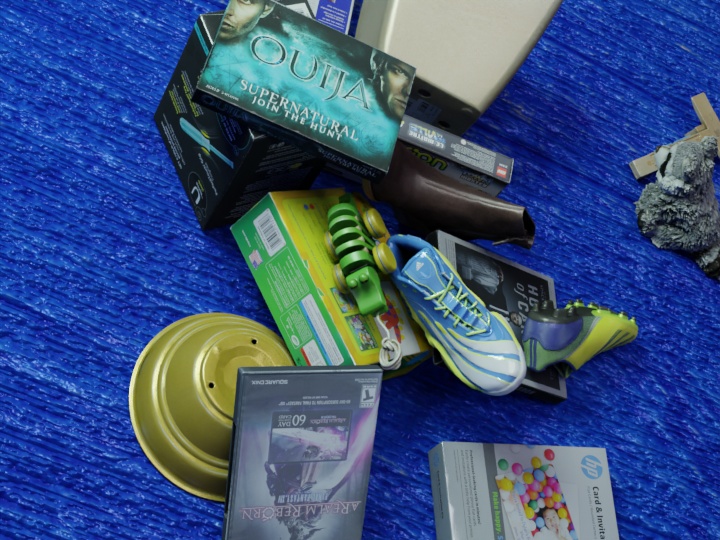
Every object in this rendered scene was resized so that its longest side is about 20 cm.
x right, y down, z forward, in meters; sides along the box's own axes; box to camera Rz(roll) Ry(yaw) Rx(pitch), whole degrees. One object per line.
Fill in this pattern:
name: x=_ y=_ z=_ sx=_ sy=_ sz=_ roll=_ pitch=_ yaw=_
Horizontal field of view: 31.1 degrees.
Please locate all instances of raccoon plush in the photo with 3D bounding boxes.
raccoon plush: x=0.433 y=-0.081 z=1.584 sx=0.199 sy=0.134 sz=0.097 roll=29 pitch=56 yaw=-7

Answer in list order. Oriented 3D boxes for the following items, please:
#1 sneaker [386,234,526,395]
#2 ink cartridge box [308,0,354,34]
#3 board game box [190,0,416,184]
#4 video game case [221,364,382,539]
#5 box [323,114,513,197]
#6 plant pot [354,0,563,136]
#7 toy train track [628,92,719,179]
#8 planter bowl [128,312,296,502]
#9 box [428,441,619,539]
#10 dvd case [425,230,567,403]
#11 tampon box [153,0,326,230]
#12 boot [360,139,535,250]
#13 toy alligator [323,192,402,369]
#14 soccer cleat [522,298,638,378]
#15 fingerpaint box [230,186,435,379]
sneaker: x=0.082 y=0.039 z=1.282 sx=0.076 sy=0.105 sz=0.200 roll=-44 pitch=57 yaw=4
ink cartridge box: x=-0.059 y=-0.307 z=1.549 sx=0.094 sy=0.037 sz=0.202 roll=19 pitch=57 yaw=-14
board game box: x=-0.051 y=-0.181 z=1.254 sx=0.198 sy=0.028 sz=0.136 roll=23 pitch=60 yaw=-12
video game case: x=-0.057 y=0.188 z=1.237 sx=0.141 sy=0.019 sz=0.202 roll=1 pitch=105 yaw=-22
box: x=0.060 y=-0.121 z=1.462 sx=0.198 sy=0.110 sz=0.035 roll=21 pitch=58 yaw=-13
plant pot: x=0.090 y=-0.261 z=1.505 sx=0.199 sy=0.200 sz=0.178 roll=27 pitch=68 yaw=-8
toy train track: x=0.427 y=-0.159 z=1.686 sx=0.199 sy=0.033 sz=0.116 roll=-23 pitch=83 yaw=-24
planter bowl: x=-0.123 y=0.119 z=1.280 sx=0.198 sy=0.084 sz=0.202 roll=10 pitch=61 yaw=-19
box: x=0.175 y=0.263 z=1.360 sx=0.198 sy=0.041 sz=0.157 roll=6 pitch=64 yaw=-21
dvd case: x=0.150 y=0.054 z=1.420 sx=0.199 sy=0.025 sz=0.152 roll=20 pitch=57 yaw=-39
tampon box: x=-0.114 y=-0.162 z=1.354 sx=0.125 sy=0.200 sz=0.151 roll=-16 pitch=73 yaw=-29
boot: x=0.098 y=-0.084 z=1.386 sx=0.165 sy=0.200 sz=0.073 roll=12 pitch=74 yaw=22
toy alligator: x=0.000 y=0.000 z=1.257 sx=0.054 sy=0.059 sz=0.201 roll=39 pitch=31 yaw=-54
soccer cleat: x=0.245 y=0.078 z=1.457 sx=0.199 sy=0.064 sz=0.085 roll=3 pitch=99 yaw=-49
fingerpaint box: x=-0.021 y=0.018 z=1.347 sx=0.166 sy=0.073 sz=0.201 roll=-9 pitch=67 yaw=-53
